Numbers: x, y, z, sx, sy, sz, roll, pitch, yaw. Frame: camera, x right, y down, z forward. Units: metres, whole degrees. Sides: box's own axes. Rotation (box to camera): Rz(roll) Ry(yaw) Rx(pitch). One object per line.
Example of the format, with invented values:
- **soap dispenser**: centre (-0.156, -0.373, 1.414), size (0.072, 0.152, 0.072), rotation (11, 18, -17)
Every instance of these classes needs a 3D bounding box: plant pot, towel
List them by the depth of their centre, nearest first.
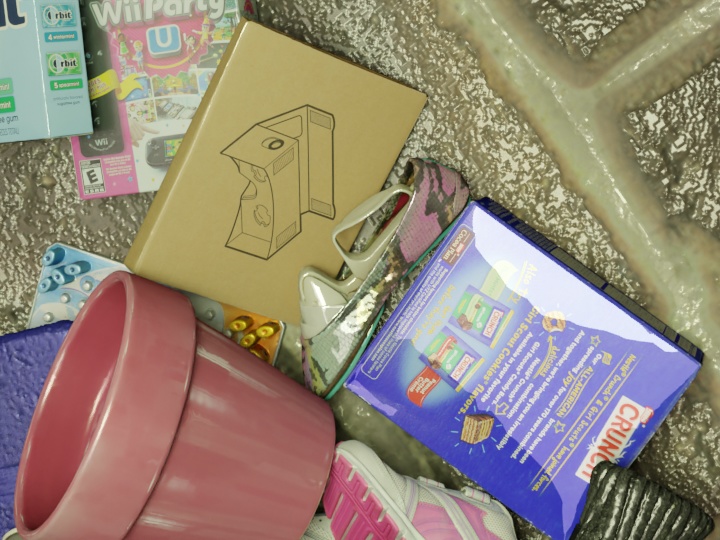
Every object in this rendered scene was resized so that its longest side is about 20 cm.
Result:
- **plant pot**: centre (-0.125, 0.122, 1.365), size (0.179, 0.200, 0.200), rotation (22, 102, -21)
- **towel**: centre (-0.244, 0.142, 1.477), size (0.148, 0.050, 0.200), rotation (-12, 94, 8)

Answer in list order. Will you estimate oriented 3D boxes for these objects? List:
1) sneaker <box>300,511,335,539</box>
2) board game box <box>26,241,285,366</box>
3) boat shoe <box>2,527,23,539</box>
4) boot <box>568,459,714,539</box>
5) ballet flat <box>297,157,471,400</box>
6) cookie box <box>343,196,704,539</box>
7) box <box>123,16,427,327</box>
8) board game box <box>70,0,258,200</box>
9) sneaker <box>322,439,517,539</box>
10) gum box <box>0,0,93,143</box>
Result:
- **sneaker**: centre (-0.017, 0.217, 1.418), size (0.200, 0.077, 0.085), rotation (35, 89, 33)
- **board game box**: centre (-0.178, 0.101, 1.491), size (0.200, 0.026, 0.200), rotation (18, 100, 10)
- **boat shoe**: centre (-0.189, 0.260, 1.444), size (0.067, 0.057, 0.200), rotation (-32, 124, 23)
- **boot**: centre (0.197, 0.234, 1.358), size (0.079, 0.211, 0.158), rotation (19, 77, 34)
- **ballet flat**: centre (0.000, 0.000, 1.411), size (0.071, 0.069, 0.200), rotation (32, 100, -21)
- **cookie box**: centre (0.119, 0.072, 1.393), size (0.200, 0.075, 0.171), rotation (37, 103, 7)
- **box**: centre (-0.061, -0.066, 1.393), size (0.163, 0.021, 0.200), rotation (19, 105, -35)
- **board game box**: centre (-0.149, -0.161, 1.436), size (0.147, 0.064, 0.200), rotation (-7, 94, 13)
- **sneaker**: centre (0.056, 0.191, 1.375), size (0.200, 0.088, 0.081), rotation (45, 143, 4)
- **gum box**: centre (-0.276, -0.194, 1.431), size (0.170, 0.045, 0.200), rotation (-1, 97, 45)
